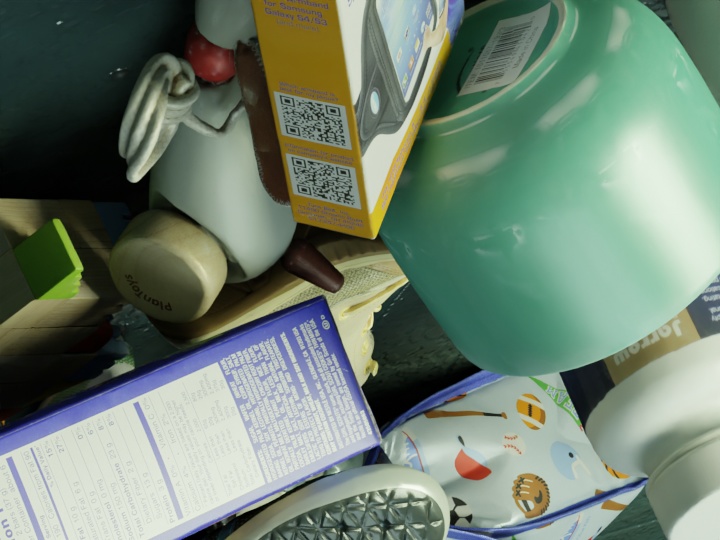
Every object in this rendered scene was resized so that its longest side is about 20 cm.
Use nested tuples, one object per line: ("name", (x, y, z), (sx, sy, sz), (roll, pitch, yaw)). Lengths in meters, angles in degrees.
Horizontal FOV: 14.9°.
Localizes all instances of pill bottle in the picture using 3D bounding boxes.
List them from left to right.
("pill bottle", (0.149, 0.031, 1.360), (0.110, 0.201, 0.111), (-18, 154, -9))

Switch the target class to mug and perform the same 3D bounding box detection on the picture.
("mug", (0.071, -0.054, 1.182), (0.152, 0.185, 0.115), (-36, 119, -1))

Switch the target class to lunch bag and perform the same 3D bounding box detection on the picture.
("lunch bag", (0.041, 0.148, 1.554), (0.199, 0.124, 0.170), (-15, 153, -43))

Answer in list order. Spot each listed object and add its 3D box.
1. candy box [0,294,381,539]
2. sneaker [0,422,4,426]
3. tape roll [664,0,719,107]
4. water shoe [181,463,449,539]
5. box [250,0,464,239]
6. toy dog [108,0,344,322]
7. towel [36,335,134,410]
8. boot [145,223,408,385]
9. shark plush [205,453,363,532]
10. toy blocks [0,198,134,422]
("candy box", (-0.119, 0.093, 1.191), (0.199, 0.077, 0.169), (-22, 179, -36))
("sneaker", (-0.164, 0.136, 1.324), (0.077, 0.200, 0.078), (-15, 153, -37))
("tape roll", (0.245, -0.135, 1.273), (0.201, 0.071, 0.203), (-18, 153, -9))
("water shoe", (-0.057, 0.133, 1.228), (0.199, 0.079, 0.072), (-29, 120, 0))
("box", (0.000, -0.117, 1.042), (0.041, 0.120, 0.200), (14, 150, 13))
("toy dog", (-0.038, -0.052, 1.154), (0.096, 0.132, 0.200), (22, 156, 2))
("towel", (-0.140, 0.151, 1.364), (0.031, 0.201, 0.149), (9, 141, -31))
("boot", (0.000, 0.000, 1.333), (0.199, 0.073, 0.156), (-27, 157, -2))
("shark plush", (-0.039, 0.137, 1.367), (0.090, 0.084, 0.200), (-16, 174, 5))
("toy blocks", (-0.166, 0.029, 1.251), (0.200, 0.100, 0.136), (-36, 163, 27))
